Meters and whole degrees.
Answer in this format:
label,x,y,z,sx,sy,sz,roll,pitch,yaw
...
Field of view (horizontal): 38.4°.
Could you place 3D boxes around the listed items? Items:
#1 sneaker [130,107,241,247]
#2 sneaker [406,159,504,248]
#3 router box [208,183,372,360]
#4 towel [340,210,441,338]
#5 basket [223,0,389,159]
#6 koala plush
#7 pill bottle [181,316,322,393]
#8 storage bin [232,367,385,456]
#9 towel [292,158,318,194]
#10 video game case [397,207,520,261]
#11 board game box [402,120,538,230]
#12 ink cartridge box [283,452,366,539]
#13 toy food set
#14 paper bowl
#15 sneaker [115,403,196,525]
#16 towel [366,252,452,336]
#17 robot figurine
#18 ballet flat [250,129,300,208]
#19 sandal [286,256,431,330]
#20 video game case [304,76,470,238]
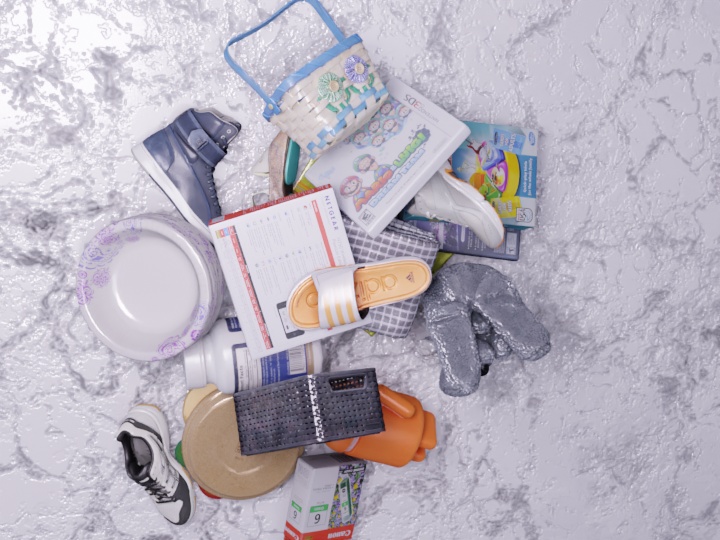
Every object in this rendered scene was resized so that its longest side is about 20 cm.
label,x,y,z,sx,sy,sz,roll,pitch,yaw
sneaker,-0.206,-0.136,1.471,0.146,0.077,0.203,-38,109,0
sneaker,0.118,-0.095,1.486,0.092,0.076,0.200,-45,91,-7
router box,-0.096,0.002,1.433,0.178,0.049,0.201,-17,103,-3
towel,0.000,0.000,1.509,0.199,0.086,0.167,15,110,-10
basket,-0.069,-0.274,1.434,0.200,0.139,0.176,46,61,2
koala plush,0.167,0.091,1.576,0.176,0.200,0.185,-25,78,-7
pill bottle,-0.162,0.122,1.529,0.199,0.111,0.112,-7,105,-13
storage bin,-0.075,0.203,1.471,0.135,0.199,0.094,-1,78,-42
towel,-0.045,-0.136,1.545,0.086,0.018,0.201,29,95,-20
video game case,0.155,-0.096,1.586,0.199,0.019,0.144,6,84,-15
board game box,0.167,-0.146,1.559,0.199,0.047,0.152,4,85,-16
ink cartridge box,-0.061,0.392,1.636,0.108,0.050,0.201,1,104,-40
toy food set,-0.184,0.264,1.593,0.199,0.049,0.199,6,102,-16
paper bowl,-0.288,0.020,1.452,0.199,0.104,0.202,2,99,13
sneaker,-0.312,0.303,1.539,0.075,0.088,0.201,-16,105,20
towel,0.060,0.005,1.599,0.200,0.018,0.086,-45,110,-1
robot figurine,0.020,0.236,1.603,0.199,0.144,0.117,17,83,-18
ballet flat,-0.126,-0.123,1.500,0.067,0.068,0.202,4,94,10
sandal,-0.001,0.027,1.392,0.205,0.059,0.080,-17,103,-3
video game case,0.034,-0.164,1.463,0.200,0.182,0.024,-48,137,1
